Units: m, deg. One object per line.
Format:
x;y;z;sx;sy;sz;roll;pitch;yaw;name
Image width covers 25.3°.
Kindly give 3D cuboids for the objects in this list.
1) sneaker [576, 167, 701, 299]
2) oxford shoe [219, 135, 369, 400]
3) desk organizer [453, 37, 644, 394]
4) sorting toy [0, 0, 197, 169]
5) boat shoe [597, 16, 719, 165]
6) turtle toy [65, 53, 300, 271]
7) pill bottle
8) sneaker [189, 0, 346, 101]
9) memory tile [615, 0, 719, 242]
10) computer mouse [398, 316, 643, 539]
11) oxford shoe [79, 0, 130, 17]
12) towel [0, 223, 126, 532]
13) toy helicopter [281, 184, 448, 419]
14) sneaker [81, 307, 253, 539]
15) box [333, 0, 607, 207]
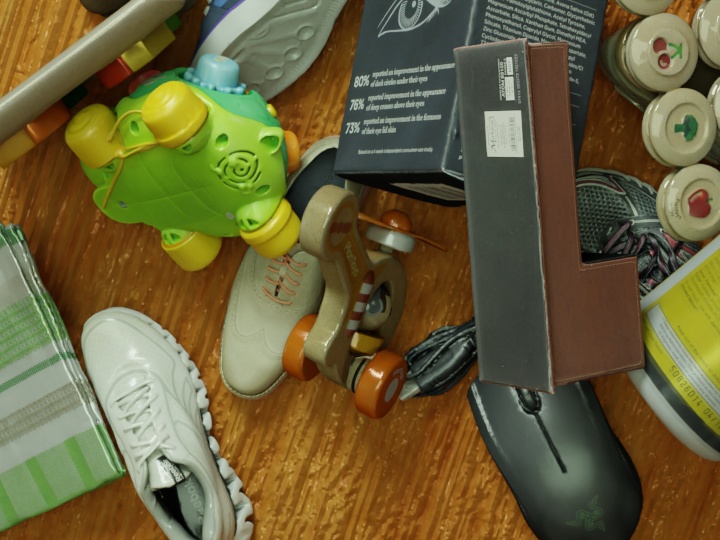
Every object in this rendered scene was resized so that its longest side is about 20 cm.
0.211;0.004;1.091;0.200;0.075;0.081;42;95;6;sneaker
-0.055;-0.004;1.127;0.070;0.074;0.202;21;93;7;oxford shoe
0.113;-0.036;0.952;0.076;0.071;0.203;-8;97;-31;desk organizer
-0.185;-0.132;1.082;0.184;0.200;0.037;-35;100;7;sorting toy
0.250;-0.107;1.091;0.199;0.065;0.073;29;85;-12;boat shoe
-0.124;-0.081;1.095;0.198;0.146;0.102;-8;45;39;turtle toy
0.260;0.017;0.979;0.200;0.112;0.112;-41;85;18;pill bottle
-0.071;-0.225;1.137;0.200;0.080;0.147;-48;50;32;sneaker
0.244;-0.131;1.039;0.152;0.017;0.202;-18;100;-17;memory tile
0.123;0.114;1.115;0.138;0.053;0.201;-33;86;6;computer mouse
-0.174;-0.239;1.089;0.084;0.200;0.073;-22;71;-29;oxford shoe
-0.262;0.081;1.167;0.148;0.031;0.202;-25;90;28;towel
0.000;0.000;1.065;0.078;0.201;0.133;25;69;22;toy helicopter
-0.141;0.117;1.138;0.075;0.081;0.201;-30;85;9;sneaker
0.074;-0.148;1.049;0.103;0.148;0.202;13;87;-29;box
